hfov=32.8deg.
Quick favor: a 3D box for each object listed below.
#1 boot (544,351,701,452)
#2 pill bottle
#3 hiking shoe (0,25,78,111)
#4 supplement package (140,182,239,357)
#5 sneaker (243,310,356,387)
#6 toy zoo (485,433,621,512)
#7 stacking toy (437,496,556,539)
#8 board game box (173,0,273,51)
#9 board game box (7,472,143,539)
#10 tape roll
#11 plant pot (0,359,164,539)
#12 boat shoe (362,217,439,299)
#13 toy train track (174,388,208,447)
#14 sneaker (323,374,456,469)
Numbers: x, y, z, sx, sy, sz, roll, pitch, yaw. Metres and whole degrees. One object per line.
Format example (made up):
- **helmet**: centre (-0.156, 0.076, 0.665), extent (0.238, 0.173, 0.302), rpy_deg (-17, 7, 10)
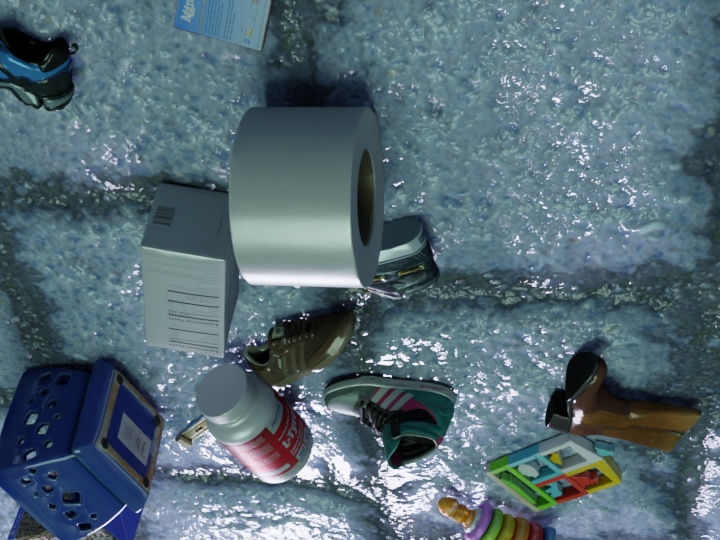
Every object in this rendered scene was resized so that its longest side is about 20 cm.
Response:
- **boot**: centre (0.373, 0.189, 1.691), extent (0.197, 0.069, 0.190), rpy_deg (12, 139, -2)
- **pill bottle**: centre (-0.157, 0.222, 1.797), extent (0.111, 0.114, 0.200), rpy_deg (-9, 144, 22)
- **hiking shoe**: centre (-0.421, -0.247, 1.392), extent (0.197, 0.075, 0.087), rpy_deg (8, 133, -11)
- **supplement package**: centre (-0.217, 0.003, 1.583), extent (0.108, 0.115, 0.201), rpy_deg (9, 139, 0)
- **sneaker**: centre (-0.089, 0.103, 1.699), extent (0.075, 0.071, 0.199), rpy_deg (34, 134, -22)
- **toy zoo**: centre (0.306, 0.305, 1.871), extent (0.199, 0.021, 0.131), rpy_deg (-28, 125, 37)
- **stacking toy**: centre (0.207, 0.422, 1.979), extent (0.199, 0.111, 0.116), rpy_deg (33, 148, -7)
- **board game box**: centre (-0.134, -0.321, 1.272), extent (0.101, 0.020, 0.201), rpy_deg (14, 139, -5)
- **board game box**: centre (-0.462, 0.389, 2.039), extent (0.198, 0.161, 0.097), rpy_deg (-17, 131, 28)
- **tape roll**: centre (-0.056, -0.083, 1.383), extent (0.137, 0.205, 0.204), rpy_deg (1, 138, 11)
- **plant pot**: centre (-0.417, 0.267, 1.870), extent (0.178, 0.202, 0.201), rpy_deg (-17, 132, 21)
- **boat shoe**: centre (0.000, 0.000, 1.559), extent (0.197, 0.071, 0.092), rpy_deg (-10, 131, 20)
- **toy train track**: centre (-0.233, 0.240, 1.914), extent (0.114, 0.033, 0.199), rpy_deg (32, 136, -22)
- **sneaker**: centre (0.035, 0.224, 1.766), extent (0.197, 0.122, 0.084), rpy_deg (1, 139, 12)
